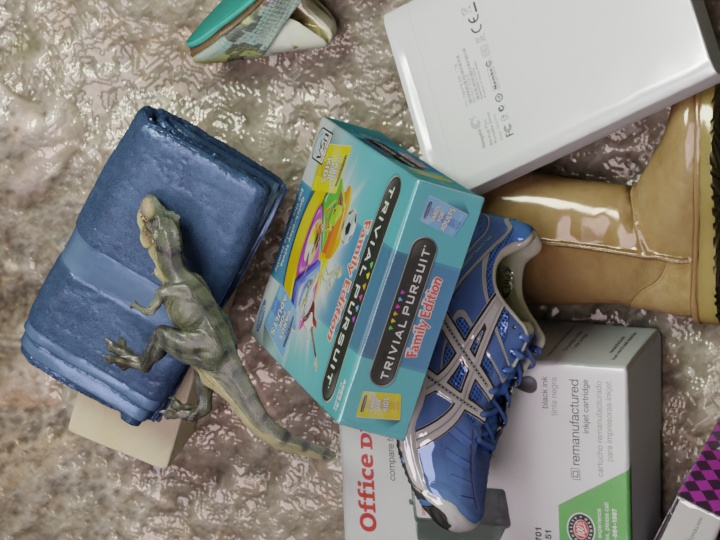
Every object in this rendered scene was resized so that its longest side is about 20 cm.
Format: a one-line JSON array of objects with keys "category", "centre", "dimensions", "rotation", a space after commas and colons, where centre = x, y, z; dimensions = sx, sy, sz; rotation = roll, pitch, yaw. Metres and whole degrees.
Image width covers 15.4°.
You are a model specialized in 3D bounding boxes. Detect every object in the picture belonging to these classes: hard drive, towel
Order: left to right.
[{"category": "towel", "centre": [-0.136, -0.003, 1.717], "dimensions": [0.111, 0.049, 0.201], "rotation": [31, 116, 2]}, {"category": "hard drive", "centre": [0.116, -0.138, 1.630], "dimensions": [0.199, 0.027, 0.133], "rotation": [-25, 70, 28]}]

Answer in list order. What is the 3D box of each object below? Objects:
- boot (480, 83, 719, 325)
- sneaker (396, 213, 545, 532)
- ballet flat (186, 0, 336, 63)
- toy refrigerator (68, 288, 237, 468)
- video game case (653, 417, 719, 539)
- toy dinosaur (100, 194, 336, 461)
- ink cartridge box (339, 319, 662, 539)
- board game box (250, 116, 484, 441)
[{"category": "boot", "centre": [0.133, -0.050, 1.659], "dimensions": [0.199, 0.066, 0.176], "rotation": [7, 109, 22]}, {"category": "sneaker", "centre": [0.068, 0.059, 1.624], "dimensions": [0.077, 0.076, 0.201], "rotation": [-2, 83, 25]}, {"category": "ballet flat", "centre": [-0.029, -0.187, 1.684], "dimensions": [0.071, 0.069, 0.200], "rotation": [36, 118, -15]}, {"category": "toy refrigerator", "centre": [-0.129, 0.023, 1.789], "dimensions": [0.076, 0.070, 0.201], "rotation": [20, 115, 7]}, {"category": "video game case", "centre": [0.195, 0.179, 1.635], "dimensions": [0.036, 0.200, 0.182], "rotation": [26, 114, 10]}, {"category": "toy dinosaur", "centre": [-0.105, 0.054, 1.672], "dimensions": [0.088, 0.047, 0.201], "rotation": [-30, 95, 32]}, {"category": "ink cartridge box", "centre": [0.089, 0.110, 1.719], "dimensions": [0.199, 0.083, 0.147], "rotation": [3, 108, 22]}, {"category": "board game box", "centre": [0.000, 0.000, 1.627], "dimensions": [0.047, 0.200, 0.152], "rotation": [15, 98, -20]}]
